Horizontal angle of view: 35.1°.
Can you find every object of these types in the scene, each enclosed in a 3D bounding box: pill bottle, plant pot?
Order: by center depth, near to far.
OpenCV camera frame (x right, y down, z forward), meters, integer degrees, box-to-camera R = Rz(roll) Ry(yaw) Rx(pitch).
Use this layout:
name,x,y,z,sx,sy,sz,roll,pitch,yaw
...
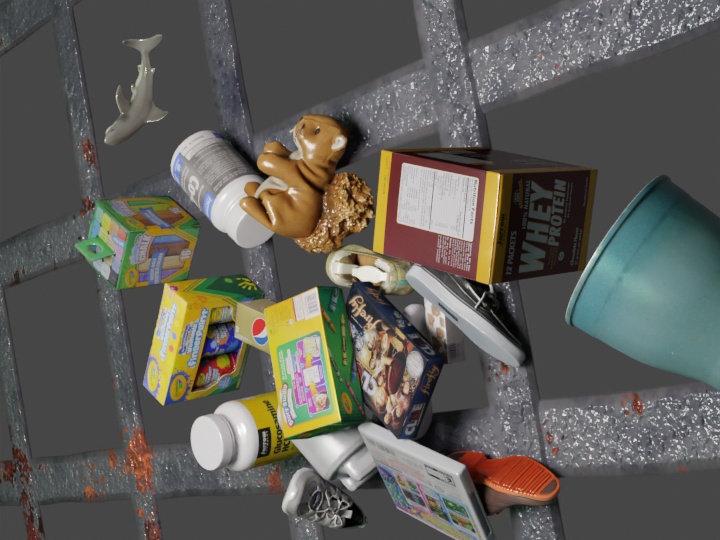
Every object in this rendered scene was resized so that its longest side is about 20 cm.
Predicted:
name,x,y,z,sx,sy,sz,roll,pitch,yaw
plant pot,0.363,0.027,1.264,0.187,0.200,0.201,35,120,20
pill bottle,-0.168,0.259,1.830,0.112,0.199,0.113,8,102,45
pill bottle,-0.222,-0.135,1.897,0.200,0.113,0.114,46,125,33

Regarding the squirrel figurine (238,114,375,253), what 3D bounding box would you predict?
name,x,y,z,sx,sy,sz,roll,pitch,yaw
squirrel figurine,-0.064,-0.134,1.734,0.200,0.142,0.187,38,100,-4

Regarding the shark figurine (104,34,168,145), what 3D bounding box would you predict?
name,x,y,z,sx,sy,sz,roll,pitch,yaw
shark figurine,-0.394,-0.322,2.100,0.089,0.128,0.216,17,90,18

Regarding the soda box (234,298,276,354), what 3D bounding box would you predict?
name,x,y,z,sx,sy,sz,roll,pitch,yaw
soda box,-0.118,0.105,1.852,0.199,0.067,0.065,19,108,43

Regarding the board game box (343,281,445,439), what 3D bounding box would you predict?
name,x,y,z,sx,sy,sz,roll,pitch,yaw
board game box,0.033,0.125,1.612,0.200,0.034,0.136,45,126,44

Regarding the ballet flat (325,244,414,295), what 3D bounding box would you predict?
name,x,y,z,sx,sy,sz,roll,pitch,yaw
ballet flat,0.000,0.000,1.717,0.199,0.070,0.071,12,104,45

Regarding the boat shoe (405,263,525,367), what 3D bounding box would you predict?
name,x,y,z,sx,sy,sz,roll,pitch,yaw
boat shoe,0.156,0.048,1.555,0.199,0.068,0.074,40,166,15

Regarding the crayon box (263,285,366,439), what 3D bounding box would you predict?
name,x,y,z,sx,sy,sz,roll,pitch,yaw
crayon box,-0.069,0.135,1.655,0.118,0.058,0.202,-22,72,39

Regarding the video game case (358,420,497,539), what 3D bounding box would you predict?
name,x,y,z,sx,sy,sz,roll,pitch,yaw
video game case,0.097,0.310,1.617,0.199,0.024,0.183,18,142,45

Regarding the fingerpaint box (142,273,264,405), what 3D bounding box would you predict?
name,x,y,z,sx,sy,sz,roll,pitch,yaw
fingerpaint box,-0.267,0.117,1.940,0.073,0.166,0.201,36,119,37

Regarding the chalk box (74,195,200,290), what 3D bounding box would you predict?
name,x,y,z,sx,sy,sz,roll,pitch,yaw
chalk box,-0.411,-0.051,2.043,0.124,0.199,0.125,39,121,36

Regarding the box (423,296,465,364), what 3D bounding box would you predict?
name,x,y,z,sx,sy,sz,roll,pitch,yaw
box,0.116,0.032,1.618,0.039,0.041,0.202,-3,94,46

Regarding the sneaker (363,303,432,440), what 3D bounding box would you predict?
name,x,y,z,sx,sy,sz,roll,pitch,yaw
sneaker,0.049,0.144,1.676,0.113,0.075,0.202,11,103,45

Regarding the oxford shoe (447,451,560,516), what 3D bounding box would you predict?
name,x,y,z,sx,sy,sz,roll,pitch,yaw
oxford shoe,0.197,0.300,1.562,0.199,0.071,0.073,4,119,50

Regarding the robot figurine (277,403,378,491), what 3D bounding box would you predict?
name,x,y,z,sx,sy,sz,roll,pitch,yaw
robot figurine,-0.050,0.242,1.752,0.200,0.113,0.170,47,146,16

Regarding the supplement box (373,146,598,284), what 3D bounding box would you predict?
name,x,y,z,sx,sy,sz,roll,pitch,yaw
supplement box,0.158,-0.076,1.446,0.199,0.196,0.134,18,108,44

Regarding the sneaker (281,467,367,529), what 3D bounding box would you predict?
name,x,y,z,sx,sy,sz,roll,pitch,yaw
sneaker,-0.050,0.355,1.745,0.082,0.200,0.075,17,82,30
